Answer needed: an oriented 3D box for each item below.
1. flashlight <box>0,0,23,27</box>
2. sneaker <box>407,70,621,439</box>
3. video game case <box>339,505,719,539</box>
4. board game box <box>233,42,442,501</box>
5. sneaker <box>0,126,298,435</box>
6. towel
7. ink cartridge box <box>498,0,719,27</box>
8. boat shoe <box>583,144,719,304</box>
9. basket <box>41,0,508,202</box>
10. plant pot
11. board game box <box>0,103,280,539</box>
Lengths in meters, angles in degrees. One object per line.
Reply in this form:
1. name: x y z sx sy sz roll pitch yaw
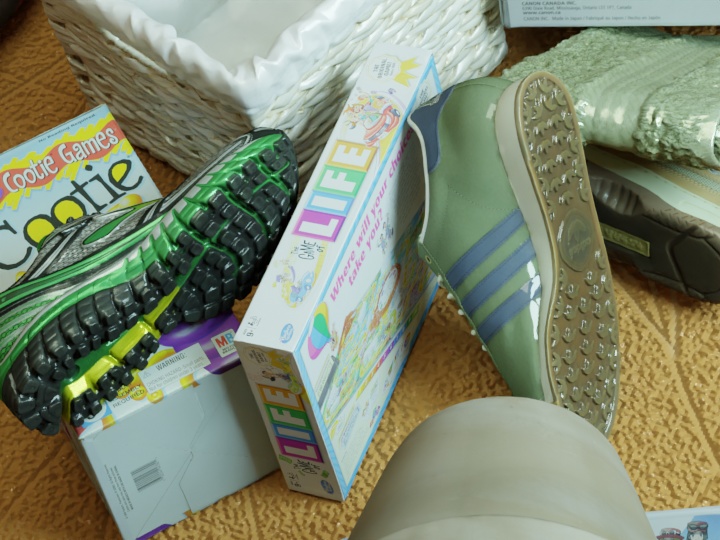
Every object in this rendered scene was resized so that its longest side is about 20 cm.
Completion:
1. flashlight: -0.236 -0.124 1.700 0.068 0.068 0.200 -1 51 9
2. sneaker: 0.074 -0.003 1.480 0.090 0.200 0.067 1 17 38
3. video game case: 0.085 0.202 1.397 0.200 0.022 0.183 -6 52 10
4. board game box: 0.000 0.000 1.502 0.034 0.135 0.200 11 55 21
5. sneaker: -0.114 -0.011 1.440 0.200 0.078 0.085 -38 54 -17
6. towel: 0.162 -0.099 1.545 0.148 0.037 0.200 12 20 24
7. ink cartridge box: 0.189 -0.198 1.639 0.200 0.044 0.174 1 36 13
8. boat shoe: 0.140 -0.048 1.558 0.200 0.072 0.076 30 49 26
9. basket: -0.050 -0.152 1.616 0.198 0.161 0.200 33 65 32
10. plant pot: 0.064 0.154 1.320 0.200 0.200 0.174 -6 36 9
11. board game box: -0.130 0.026 1.531 0.103 0.105 0.200 -27 52 -9
